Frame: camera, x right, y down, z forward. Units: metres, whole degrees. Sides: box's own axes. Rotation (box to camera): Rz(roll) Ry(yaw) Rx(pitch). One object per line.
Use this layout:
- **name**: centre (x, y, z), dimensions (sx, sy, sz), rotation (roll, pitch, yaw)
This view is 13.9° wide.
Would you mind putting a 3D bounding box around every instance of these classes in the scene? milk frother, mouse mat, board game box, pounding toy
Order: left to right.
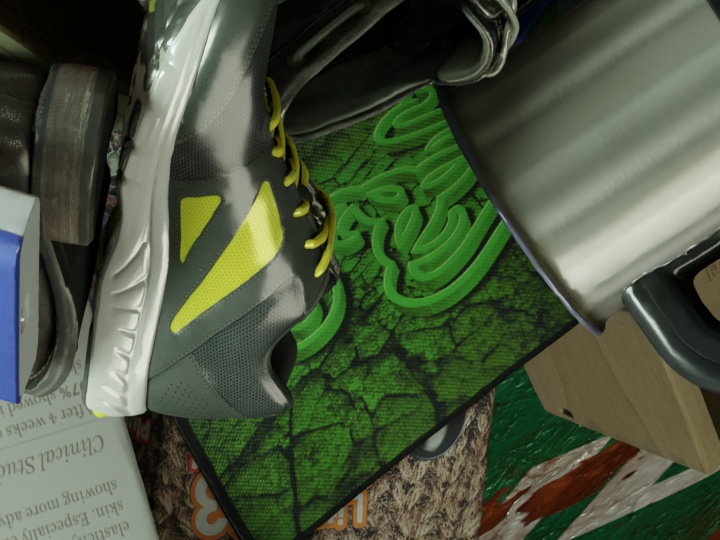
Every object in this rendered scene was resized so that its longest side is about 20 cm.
- **board game box**: centre (-0.033, 0.035, 1.224), dimensions (0.159, 0.201, 0.097), rotation (2, -173, -32)
- **mouse mat**: centre (0.000, 0.000, 1.178), dimensions (0.200, 0.161, 0.008), rotation (-38, -155, -22)
- **pounding toy**: centre (0.150, -0.030, 1.483), dimensions (0.200, 0.142, 0.184), rotation (-58, 149, -20)
- **milk frother**: centre (0.135, -0.061, 1.082), dimensions (0.188, 0.181, 0.200), rotation (-34, 154, 10)

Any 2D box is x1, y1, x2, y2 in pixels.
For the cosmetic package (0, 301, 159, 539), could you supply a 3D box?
- **cosmetic package**: centre (-0.194, 0.097, 1.136), dimensions (0.167, 0.201, 0.166), rotation (-15, 179, -38)

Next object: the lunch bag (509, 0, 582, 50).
- **lunch bag**: centre (0.133, -0.155, 1.237), dimensions (0.160, 0.083, 0.200), rotation (-22, 162, -42)

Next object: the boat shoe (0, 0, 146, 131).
- **boat shoe**: centre (-0.133, -0.083, 1.028), dimensions (0.066, 0.074, 0.200), rotation (-27, 156, 15)

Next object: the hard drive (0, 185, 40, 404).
- **hard drive**: centre (-0.203, -0.017, 0.955), dimensions (0.199, 0.025, 0.132), rotation (17, 155, 1)

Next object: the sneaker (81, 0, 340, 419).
- **sneaker**: centre (-0.043, -0.030, 1.023), dimensions (0.084, 0.075, 0.200), rotation (10, 129, -7)

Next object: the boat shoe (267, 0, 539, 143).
- **boat shoe**: centre (0.026, -0.095, 1.098), dimensions (0.200, 0.071, 0.072), rotation (-30, 143, -26)

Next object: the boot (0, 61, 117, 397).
- **boot**: centre (-0.174, -0.033, 1.008), dimensions (0.173, 0.069, 0.200), rotation (10, 148, -3)
